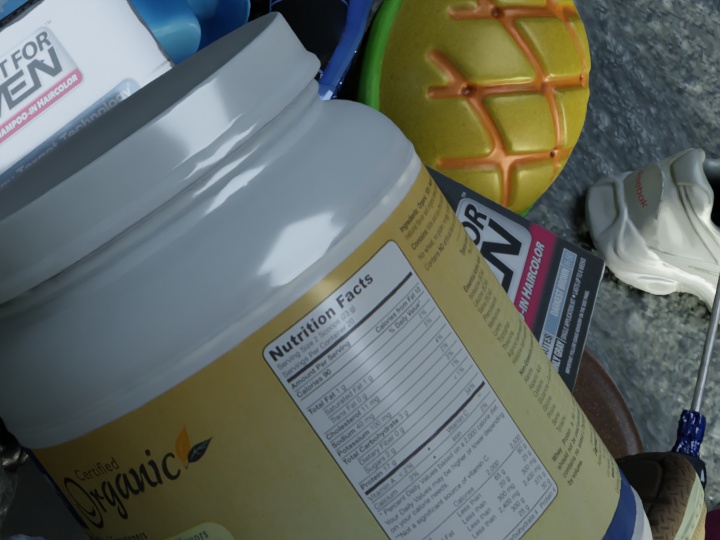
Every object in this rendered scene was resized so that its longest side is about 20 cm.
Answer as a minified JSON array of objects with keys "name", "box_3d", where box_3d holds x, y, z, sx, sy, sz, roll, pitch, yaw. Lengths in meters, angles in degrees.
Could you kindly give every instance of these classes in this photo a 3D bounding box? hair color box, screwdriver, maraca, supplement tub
[{"name":"hair color box","box_3d":[0.000,0.000,0.791,0.199,0.061,0.099,27,46,-6]},{"name":"hair color box","box_3d":[-0.078,0.006,0.635,0.099,0.061,0.201,-40,104,-21]},{"name":"screwdriver","box_3d":[0.176,0.057,0.946,0.029,0.028,0.202,25,76,-61]},{"name":"maraca","box_3d":[0.048,-0.071,0.901,0.137,0.107,0.201,29,75,-33]},{"name":"supplement tub","box_3d":[-0.019,0.041,0.540,0.201,0.144,0.144,56,43,-12]}]

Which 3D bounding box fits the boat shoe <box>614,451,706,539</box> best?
[{"name":"boat shoe","box_3d":[0.063,0.146,0.593,0.200,0.071,0.076,-47,111,-33]}]

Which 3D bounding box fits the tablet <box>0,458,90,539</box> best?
[{"name":"tablet","box_3d":[-0.093,0.067,0.759,0.130,0.014,0.200,46,45,-13]}]

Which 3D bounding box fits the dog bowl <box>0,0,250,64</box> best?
[{"name":"dog bowl","box_3d":[-0.132,-0.084,0.741,0.050,0.112,0.200,50,42,11]}]

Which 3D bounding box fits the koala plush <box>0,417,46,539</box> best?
[{"name":"koala plush","box_3d":[-0.161,0.093,0.579,0.177,0.183,0.201,64,3,-72]}]

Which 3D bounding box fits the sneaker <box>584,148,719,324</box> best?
[{"name":"sneaker","box_3d":[0.226,-0.016,1.029,0.199,0.099,0.078,15,58,-36]}]

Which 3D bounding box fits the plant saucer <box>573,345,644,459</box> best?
[{"name":"plant saucer","box_3d":[0.078,0.101,0.859,0.199,0.037,0.202,15,67,-39]}]

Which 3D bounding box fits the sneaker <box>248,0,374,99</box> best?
[{"name":"sneaker","box_3d":[-0.034,-0.133,0.891,0.077,0.070,0.201,23,56,-5]}]

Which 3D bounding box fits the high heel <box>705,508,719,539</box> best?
[{"name":"high heel","box_3d":[0.122,0.189,0.800,0.067,0.096,0.201,28,64,6]}]

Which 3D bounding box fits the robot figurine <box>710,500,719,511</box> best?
[{"name":"robot figurine","box_3d":[0.240,0.191,0.901,0.124,0.150,0.201,1,53,-31]}]
